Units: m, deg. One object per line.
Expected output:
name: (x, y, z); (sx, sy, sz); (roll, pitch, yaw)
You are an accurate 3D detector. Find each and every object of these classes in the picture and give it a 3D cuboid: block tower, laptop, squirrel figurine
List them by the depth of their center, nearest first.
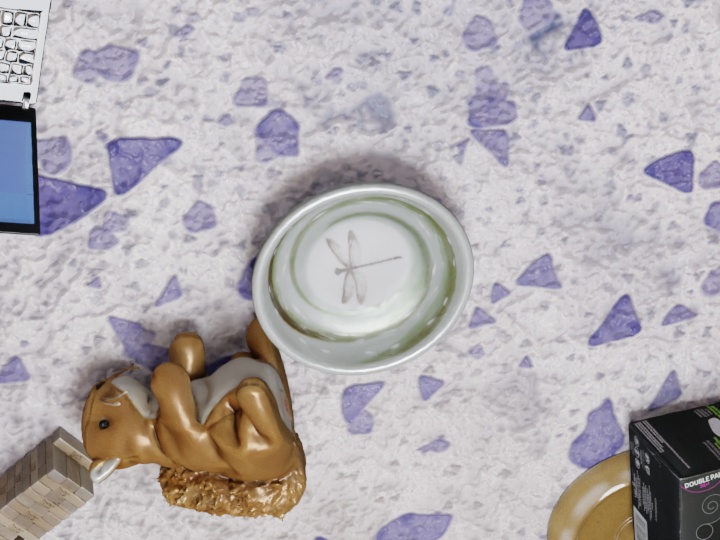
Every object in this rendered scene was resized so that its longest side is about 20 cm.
laptop: (-0.326, -0.143, 1.179); (0.177, 0.103, 0.200); (3, 116, -23)
squirrel figurine: (-0.152, 0.158, 1.404); (0.187, 0.142, 0.200); (-14, 121, 5)
block tower: (-0.336, 0.236, 1.459); (0.200, 0.058, 0.054); (-40, 121, 12)

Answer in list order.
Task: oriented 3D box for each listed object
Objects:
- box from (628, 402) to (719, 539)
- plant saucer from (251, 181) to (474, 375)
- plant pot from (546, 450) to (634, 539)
box: (0.383, 0.218, 1.531); (0.200, 0.124, 0.149); (-11, 114, -10)
plant saucer: (0.000, 0.000, 1.384); (0.200, 0.050, 0.200); (-5, 123, -8)
plant pot: (0.296, 0.273, 1.627); (0.200, 0.027, 0.200); (-5, 123, -8)
